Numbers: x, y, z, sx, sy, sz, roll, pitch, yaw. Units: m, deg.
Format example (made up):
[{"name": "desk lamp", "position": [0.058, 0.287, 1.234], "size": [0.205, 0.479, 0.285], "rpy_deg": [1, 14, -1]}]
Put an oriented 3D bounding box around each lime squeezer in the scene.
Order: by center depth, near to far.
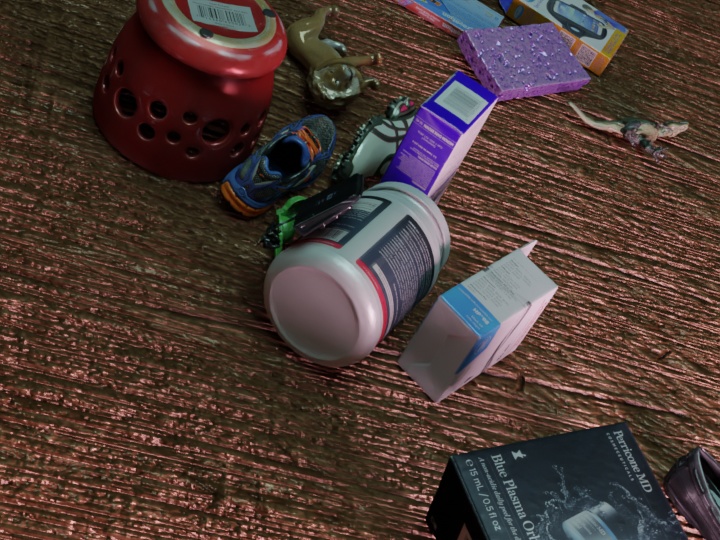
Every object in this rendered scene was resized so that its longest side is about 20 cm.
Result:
[{"name": "lime squeezer", "position": [-0.069, -0.047, 1.604], "size": [0.070, 0.038, 0.200], "rpy_deg": [33, 41, 10]}]

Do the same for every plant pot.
[{"name": "plant pot", "position": [-0.190, -0.234, 1.619], "size": [0.199, 0.183, 0.201], "rpy_deg": [17, 39, -14]}]

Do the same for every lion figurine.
[{"name": "lion figurine", "position": [-0.049, -0.279, 1.849], "size": [0.122, 0.073, 0.200], "rpy_deg": [-15, 42, -31]}]

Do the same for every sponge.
[{"name": "sponge", "position": [0.239, -0.306, 2.057], "size": [0.199, 0.030, 0.112], "rpy_deg": [-13, 67, -40]}]

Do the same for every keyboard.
[{"name": "keyboard", "position": [-0.051, -0.060, 1.507], "size": [0.021, 0.126, 0.200], "rpy_deg": [63, 6, -8]}]

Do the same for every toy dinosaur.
[{"name": "toy dinosaur", "position": [0.398, -0.201, 2.047], "size": [0.199, 0.048, 0.088], "rpy_deg": [8, 30, -24]}]

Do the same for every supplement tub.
[{"name": "supplement tub", "position": [0.000, 0.000, 1.519], "size": [0.140, 0.141, 0.200], "rpy_deg": [37, 40, 9]}]

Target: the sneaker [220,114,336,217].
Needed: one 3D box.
[{"name": "sneaker", "position": [-0.079, -0.130, 1.646], "size": [0.075, 0.078, 0.200], "rpy_deg": [48, 42, -6]}]

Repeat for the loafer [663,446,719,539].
[{"name": "loafer", "position": [0.413, 0.281, 1.532], "size": [0.068, 0.071, 0.201], "rpy_deg": [-17, 58, -41]}]

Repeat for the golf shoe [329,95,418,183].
[{"name": "golf shoe", "position": [0.037, -0.150, 1.752], "size": [0.088, 0.077, 0.200], "rpy_deg": [42, 41, 4]}]

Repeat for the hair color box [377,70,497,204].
[{"name": "hair color box", "position": [0.076, -0.124, 1.647], "size": [0.065, 0.201, 0.109], "rpy_deg": [34, 40, 8]}]

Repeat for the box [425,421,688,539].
[{"name": "box", "position": [0.194, 0.268, 1.346], "size": [0.199, 0.118, 0.197], "rpy_deg": [-8, 51, -21]}]

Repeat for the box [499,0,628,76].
[{"name": "box", "position": [0.314, -0.393, 2.200], "size": [0.199, 0.042, 0.119], "rpy_deg": [35, 40, 2]}]

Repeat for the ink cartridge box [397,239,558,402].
[{"name": "ink cartridge box", "position": [0.143, 0.053, 1.570], "size": [0.067, 0.116, 0.200], "rpy_deg": [44, 42, 17]}]

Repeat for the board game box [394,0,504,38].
[{"name": "board game box", "position": [0.114, -0.402, 2.102], "size": [0.199, 0.019, 0.103], "rpy_deg": [31, 39, 1]}]
